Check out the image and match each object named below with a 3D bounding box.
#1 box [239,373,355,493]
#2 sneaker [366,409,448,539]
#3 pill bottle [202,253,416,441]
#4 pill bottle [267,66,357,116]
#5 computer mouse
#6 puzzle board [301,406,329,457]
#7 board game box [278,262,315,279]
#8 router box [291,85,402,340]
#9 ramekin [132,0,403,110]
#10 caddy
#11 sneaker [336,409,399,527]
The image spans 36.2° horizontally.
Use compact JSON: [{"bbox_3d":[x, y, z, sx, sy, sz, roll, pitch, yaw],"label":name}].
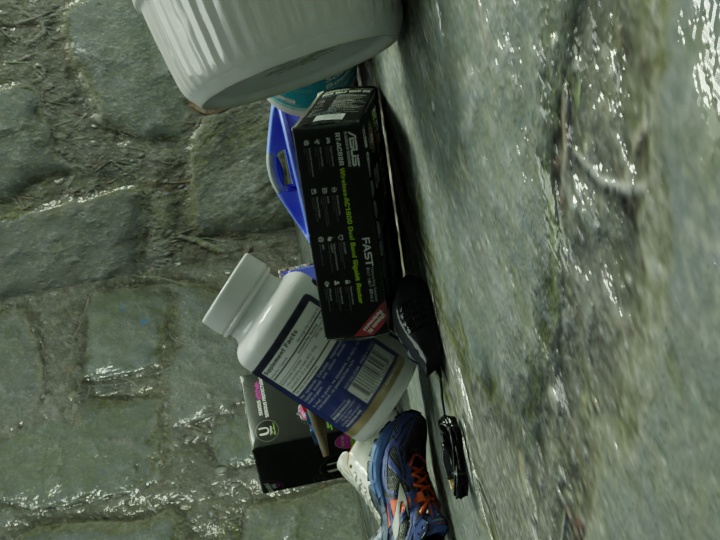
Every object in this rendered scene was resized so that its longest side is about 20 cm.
[{"bbox_3d":[-0.062,0.221,1.600,0.149,0.199,0.125,87,171,-53],"label":"box"},{"bbox_3d":[0.055,0.242,1.114,0.075,0.078,0.201,8,-99,-53],"label":"sneaker"},{"bbox_3d":[-0.051,0.071,1.089,0.111,0.200,0.111,-56,4,6],"label":"pill bottle"},{"bbox_3d":[-0.055,-0.237,1.081,0.200,0.110,0.111,98,161,-76],"label":"pill bottle"},{"bbox_3d":[0.057,0.098,0.949,0.059,0.034,0.201,94,165,-67],"label":"computer mouse"},{"bbox_3d":[-0.075,0.126,1.436,0.151,0.017,0.201,-100,-2,-46],"label":"puzzle board"},{"bbox_3d":[-0.028,0.087,1.381,0.200,0.096,0.160,68,-170,-76],"label":"board game box"},{"bbox_3d":[-0.007,-0.056,1.009,0.150,0.062,0.201,-74,-23,-69],"label":"router box"},{"bbox_3d":[-0.063,-0.195,0.819,0.200,0.199,0.106,-167,58,-85],"label":"ramekin"},{"bbox_3d":[-0.063,-0.132,1.355,0.142,0.104,0.201,-114,10,-63],"label":"caddy"},{"bbox_3d":[0.017,0.261,1.319,0.201,0.084,0.073,-95,-6,-47],"label":"sneaker"}]
